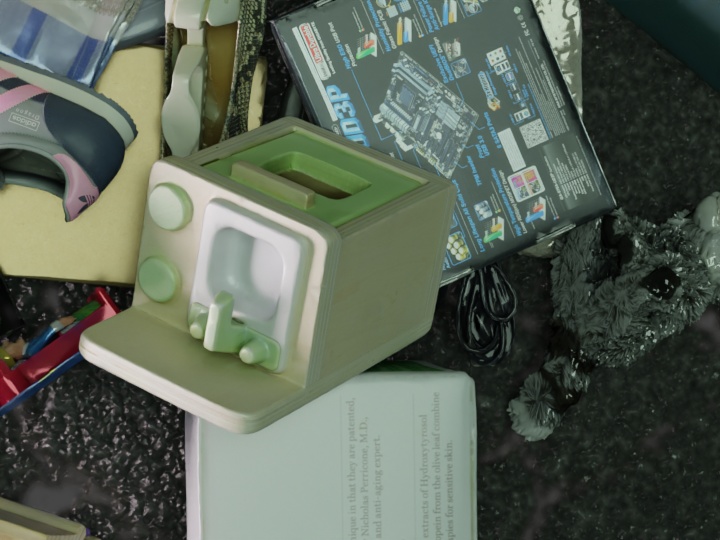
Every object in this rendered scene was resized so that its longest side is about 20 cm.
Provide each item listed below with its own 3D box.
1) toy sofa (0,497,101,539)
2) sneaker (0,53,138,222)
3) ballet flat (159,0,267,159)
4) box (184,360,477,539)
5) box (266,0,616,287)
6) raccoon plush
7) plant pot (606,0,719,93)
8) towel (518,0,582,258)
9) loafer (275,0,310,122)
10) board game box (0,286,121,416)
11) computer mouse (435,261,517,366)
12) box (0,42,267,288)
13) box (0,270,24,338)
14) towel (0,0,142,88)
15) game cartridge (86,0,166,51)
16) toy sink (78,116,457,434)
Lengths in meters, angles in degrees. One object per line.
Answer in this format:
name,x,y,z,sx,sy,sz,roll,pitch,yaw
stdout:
toy sofa,-0.245,0.251,1.548,0.083,0.098,0.200,15,90,18
sneaker,-0.247,-0.093,1.493,0.200,0.070,0.082,17,62,11
ballet flat,-0.099,-0.135,1.497,0.068,0.075,0.200,11,109,19
box,-0.024,0.157,1.502,0.171,0.199,0.200,-1,91,-6
box,0.052,-0.099,1.505,0.159,0.046,0.200,-24,97,-4
raccoon plush,0.189,0.026,1.598,0.134,0.200,0.097,3,49,-38
plant pot,0.249,-0.214,1.521,0.141,0.200,0.141,38,87,-6
towel,0.083,-0.108,1.589,0.132,0.034,0.200,0,93,-5
loafer,-0.004,-0.147,1.556,0.071,0.073,0.200,15,100,5
board game box,-0.200,0.049,1.477,0.158,0.200,0.039,-35,92,30
computer mouse,0.000,0.000,1.558,0.200,0.053,0.139,-4,96,-5
box,-0.167,-0.070,1.566,0.200,0.021,0.164,5,91,-7
box,-0.312,0.018,1.450,0.148,0.200,0.124,-24,92,5
towel,-0.193,-0.225,1.512,0.147,0.024,0.200,27,82,-3
game cartridge,-0.147,-0.220,1.545,0.200,0.041,0.133,-26,85,-9
toy sink,-0.053,-0.006,1.398,0.130,0.200,0.112,24,119,27
